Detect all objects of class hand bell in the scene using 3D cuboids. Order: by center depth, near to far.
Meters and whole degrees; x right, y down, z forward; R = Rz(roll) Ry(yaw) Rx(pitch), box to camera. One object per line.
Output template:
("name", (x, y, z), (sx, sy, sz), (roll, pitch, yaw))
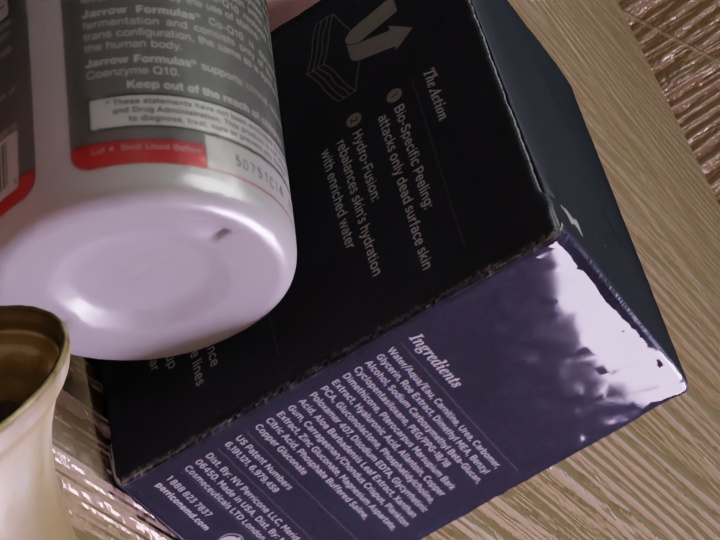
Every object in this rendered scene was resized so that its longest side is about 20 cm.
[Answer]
("hand bell", (-0.095, 0.121, 0.793), (0.104, 0.104, 0.200), (-90, 160, -65))

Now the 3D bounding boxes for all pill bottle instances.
("pill bottle", (-0.090, -0.079, 1.015), (0.114, 0.114, 0.200), (42, 33, -50))

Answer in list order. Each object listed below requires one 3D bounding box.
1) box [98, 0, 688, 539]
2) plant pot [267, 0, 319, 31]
("box", (0.000, 0.000, 1.089), (0.117, 0.200, 0.197), (47, 18, -40))
("plant pot", (-0.008, -0.088, 1.334), (0.200, 0.200, 0.175), (-9, 86, -75))
